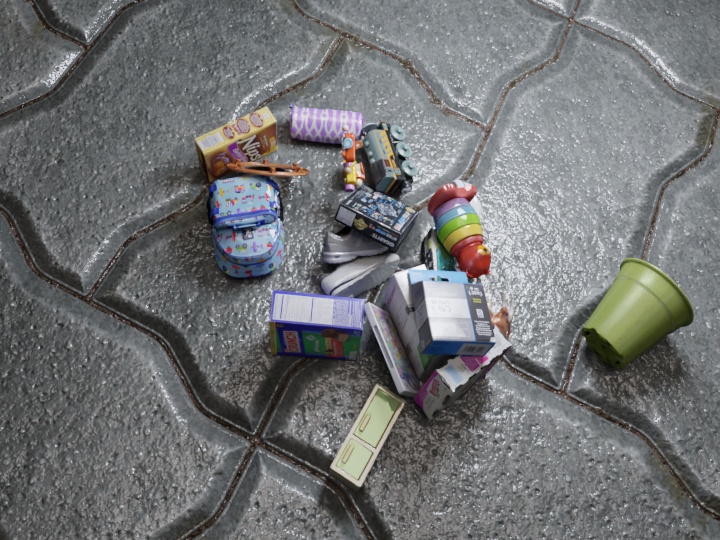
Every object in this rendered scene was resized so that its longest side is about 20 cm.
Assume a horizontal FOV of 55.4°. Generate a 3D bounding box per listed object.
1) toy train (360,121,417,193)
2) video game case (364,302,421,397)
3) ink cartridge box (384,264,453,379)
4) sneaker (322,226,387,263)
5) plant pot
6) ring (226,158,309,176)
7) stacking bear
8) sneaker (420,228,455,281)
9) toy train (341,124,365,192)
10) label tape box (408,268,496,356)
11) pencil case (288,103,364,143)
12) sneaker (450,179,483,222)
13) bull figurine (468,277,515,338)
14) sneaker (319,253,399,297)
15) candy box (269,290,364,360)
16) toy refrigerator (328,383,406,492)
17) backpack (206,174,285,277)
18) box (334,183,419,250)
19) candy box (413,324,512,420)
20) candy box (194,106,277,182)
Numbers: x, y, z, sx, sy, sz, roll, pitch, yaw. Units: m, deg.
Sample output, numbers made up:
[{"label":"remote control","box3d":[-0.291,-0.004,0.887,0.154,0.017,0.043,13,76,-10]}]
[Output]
[{"label":"toy train","box3d":[0.067,-0.281,1.697,0.111,0.085,0.205,-1,63,-32]},{"label":"video game case","box3d":[0.072,0.174,1.475,0.018,0.143,0.204,-27,68,12]},{"label":"ink cartridge box","box3d":[0.133,0.112,1.501,0.082,0.147,0.204,-17,68,-15]},{"label":"sneaker","box3d":[0.001,-0.077,1.586,0.196,0.074,0.084,-18,110,-31]},{"label":"plant pot","box3d":[0.605,0.113,1.546,0.189,0.201,0.200,-42,75,-8]},{"label":"ring","box3d":[-0.217,-0.245,1.619,0.194,0.201,0.020,5,105,-4]},{"label":"stacking bear","box3d":[0.235,-0.079,1.562,0.119,0.114,0.204,-2,62,-39]},{"label":"sneaker","box3d":[0.184,-0.021,1.591,0.078,0.078,0.203,20,45,-8]},{"label":"toy train","box3d":[-0.015,-0.268,1.631,0.054,0.200,0.155,-3,101,-2]},{"label":"label tape box","box3d":[0.184,0.069,1.405,0.140,0.064,0.205,4,56,-17]},{"label":"pencil case","box3d":[-0.088,-0.369,1.741,0.194,0.086,0.086,7,27,-4]},{"label":"sneaker","box3d":[0.270,-0.128,1.670,0.069,0.073,0.206,0,72,-24]},{"label":"bull figurine","box3d":[0.261,0.085,1.566,0.197,0.065,0.123,31,87,3]},{"label":"sneaker","box3d":[0.000,0.000,1.584,0.196,0.077,0.081,-25,54,-20]},{"label":"candy box","box3d":[-0.095,0.121,1.460,0.194,0.170,0.079,6,60,-2]},{"label":"toy refrigerator","box3d":[0.015,0.344,1.423,0.075,0.070,0.202,29,66,8]},{"label":"backpack","box3d":[-0.259,-0.095,1.564,0.177,0.135,0.206,-5,68,-7]},{"label":"box","box3d":[0.042,-0.129,1.596,0.156,0.047,0.200,27,25,6]},{"label":"candy box","box3d":[0.215,0.214,1.444,0.198,0.138,0.061,-30,69,-35]},{"label":"candy box","box3d":[-0.298,-0.306,1.665,0.197,0.117,0.057,-31,70,-18]}]
